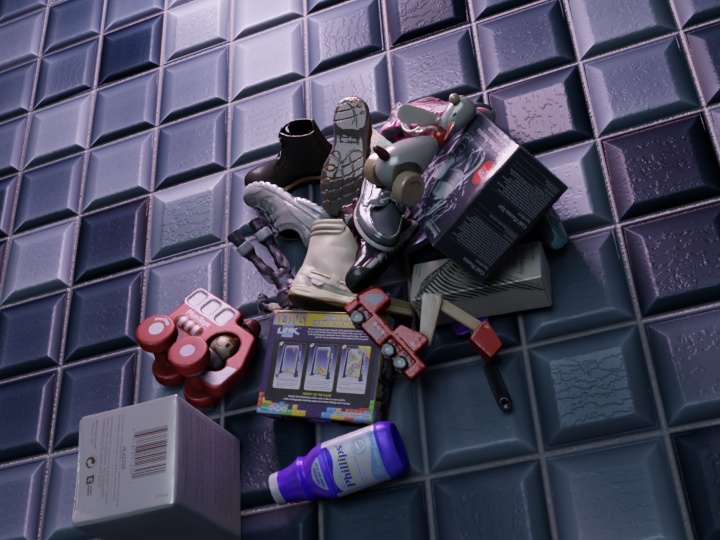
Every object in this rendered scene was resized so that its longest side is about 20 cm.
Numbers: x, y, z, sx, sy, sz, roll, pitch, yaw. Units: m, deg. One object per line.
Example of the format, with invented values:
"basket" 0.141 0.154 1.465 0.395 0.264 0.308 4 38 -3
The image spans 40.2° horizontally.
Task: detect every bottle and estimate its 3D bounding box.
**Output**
"bottle" -0.034 0.283 1.415 0.200 0.065 0.084 -21 80 12

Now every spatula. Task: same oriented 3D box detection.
"spatula" 0.181 0.122 1.444 0.056 0.021 0.200 -24 55 4

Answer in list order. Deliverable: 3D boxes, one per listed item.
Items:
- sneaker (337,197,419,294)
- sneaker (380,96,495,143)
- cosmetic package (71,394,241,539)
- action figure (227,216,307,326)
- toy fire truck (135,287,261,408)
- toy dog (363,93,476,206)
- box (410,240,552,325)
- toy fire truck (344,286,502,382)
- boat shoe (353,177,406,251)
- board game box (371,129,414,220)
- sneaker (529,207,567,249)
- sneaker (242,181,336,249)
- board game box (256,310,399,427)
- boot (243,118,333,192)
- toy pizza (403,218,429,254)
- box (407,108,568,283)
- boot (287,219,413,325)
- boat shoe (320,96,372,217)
"sneaker" -0.001 -0.046 1.491 0.115 0.076 0.200 38 36 7
"sneaker" 0.133 -0.266 1.677 0.200 0.079 0.095 -4 48 22
"cosmetic package" -0.291 0.308 1.443 0.166 0.200 0.168 -16 56 16
"action figure" -0.133 0.006 1.620 0.130 0.069 0.200 -33 76 -8
"toy fire truck" -0.255 0.117 1.610 0.200 0.112 0.168 27 57 34
"toy dog" 0.079 -0.193 1.430 0.132 0.096 0.200 9 61 32
"box" 0.180 0.021 1.468 0.200 0.068 0.082 -12 43 18
"toy fire truck" 0.090 0.082 1.420 0.141 0.049 0.200 -42 76 -7
"boat shoe" 0.035 -0.107 1.476 0.200 0.073 0.062 -87 22 -52
"board game box" 0.041 -0.153 1.637 0.105 0.023 0.200 -44 52 -3
"sneaker" 0.244 -0.088 1.517 0.091 0.078 0.200 -37 44 9
"sneaker" -0.138 -0.094 1.693 0.200 0.075 0.082 23 80 38
"board game box" -0.050 0.148 1.500 0.200 0.057 0.166 2 72 26
"boot" -0.136 -0.204 1.718 0.200 0.138 0.078 -14 56 18
"toy pizza" 0.069 -0.107 1.629 0.200 0.032 0.200 -13 58 21
"box" 0.173 -0.112 1.433 0.182 0.104 0.200 -50 24 12
"boot" 0.000 0.000 1.550 0.200 0.072 0.155 12 65 10
"boat shoe" -0.015 -0.183 1.628 0.076 0.072 0.200 12 87 15
